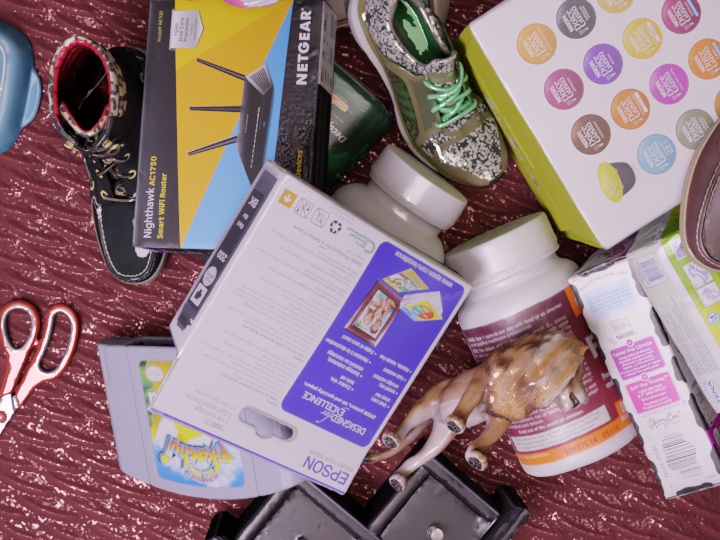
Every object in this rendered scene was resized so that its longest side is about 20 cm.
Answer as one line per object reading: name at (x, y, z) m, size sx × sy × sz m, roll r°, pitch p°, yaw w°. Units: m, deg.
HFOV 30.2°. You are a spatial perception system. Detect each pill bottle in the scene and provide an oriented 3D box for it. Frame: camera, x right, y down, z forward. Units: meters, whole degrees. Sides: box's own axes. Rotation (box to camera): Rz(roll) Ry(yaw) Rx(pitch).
pill bottle at (0.000, 0.000, 1.111) m, size 0.112 × 0.112 × 0.201 m, roll 35°, pitch 101°, yaw -3°
pill bottle at (0.152, 0.060, 1.130) m, size 0.113 × 0.114 × 0.202 m, roll -24°, pitch 95°, yaw 0°

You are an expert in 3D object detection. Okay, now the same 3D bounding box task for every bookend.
bookend at (0.006, 0.214, 1.147) m, size 0.198 × 0.092 × 0.200 m, roll 41°, pitch 91°, yaw -3°

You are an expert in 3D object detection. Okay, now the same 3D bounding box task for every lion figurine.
lion figurine at (0.087, 0.106, 1.066) m, size 0.073 × 0.199 × 0.123 m, roll 54°, pitch 53°, yaw -17°

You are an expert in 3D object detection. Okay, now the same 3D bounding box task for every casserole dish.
casserole dish at (-0.375, -0.168, 1.140) m, size 0.198 × 0.039 × 0.122 m, roll 12°, pitch 93°, yaw -1°

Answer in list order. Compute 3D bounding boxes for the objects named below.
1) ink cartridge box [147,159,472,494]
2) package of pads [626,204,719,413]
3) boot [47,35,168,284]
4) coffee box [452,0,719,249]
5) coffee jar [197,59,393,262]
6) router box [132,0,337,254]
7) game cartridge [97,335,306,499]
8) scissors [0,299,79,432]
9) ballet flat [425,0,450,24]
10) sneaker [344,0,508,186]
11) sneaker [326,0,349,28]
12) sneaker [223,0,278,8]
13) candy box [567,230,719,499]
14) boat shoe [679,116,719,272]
ink cartridge box at (-0.040, 0.049, 1.015) m, size 0.197 × 0.043 × 0.201 m, roll 30°, pitch 93°, yaw -33°
package of pads at (0.293, 0.010, 1.087) m, size 0.068 × 0.200 × 0.155 m, roll -28°, pitch 98°, yaw 29°
boot at (-0.207, -0.088, 1.088) m, size 0.073 × 0.154 × 0.206 m, roll 0°, pitch 92°, yaw 7°
coffee box at (0.207, -0.155, 1.074) m, size 0.197 × 0.200 × 0.201 m, roll -32°, pitch 95°, yaw 2°
coffee jar at (-0.070, -0.086, 1.129) m, size 0.104 × 0.085 × 0.200 m, roll 39°, pitch 92°, yaw -1°
router box at (-0.099, -0.113, 1.064) m, size 0.148 × 0.051 × 0.202 m, roll 1°, pitch 84°, yaw 13°
game cartridge at (-0.131, 0.123, 1.111) m, size 0.198 × 0.040 × 0.135 m, roll -1°, pitch 107°, yaw 33°
scissors at (-0.304, 0.121, 1.172) m, size 0.072 × 0.014 × 0.202 m, roll 17°, pitch 92°, yaw -4°
ballet flat at (0.052, -0.288, 1.134) m, size 0.069 × 0.069 × 0.202 m, roll -16°, pitch 93°, yaw 0°
sneaker at (0.059, -0.150, 1.070) m, size 0.077 × 0.089 × 0.201 m, roll -37°, pitch 104°, yaw -7°
sneaker at (-0.073, -0.231, 1.121) m, size 0.198 × 0.085 × 0.074 m, roll -8°, pitch 96°, yaw 1°
sneaker at (-0.056, -0.296, 1.050) m, size 0.081 × 0.088 × 0.201 m, roll 20°, pitch 68°, yaw 34°
candy box at (0.256, 0.069, 1.118) m, size 0.061 × 0.136 × 0.201 m, roll -23°, pitch 95°, yaw 28°
boat shoe at (0.291, -0.092, 0.946) m, size 0.072 × 0.072 × 0.201 m, roll 27°, pitch 94°, yaw -5°
